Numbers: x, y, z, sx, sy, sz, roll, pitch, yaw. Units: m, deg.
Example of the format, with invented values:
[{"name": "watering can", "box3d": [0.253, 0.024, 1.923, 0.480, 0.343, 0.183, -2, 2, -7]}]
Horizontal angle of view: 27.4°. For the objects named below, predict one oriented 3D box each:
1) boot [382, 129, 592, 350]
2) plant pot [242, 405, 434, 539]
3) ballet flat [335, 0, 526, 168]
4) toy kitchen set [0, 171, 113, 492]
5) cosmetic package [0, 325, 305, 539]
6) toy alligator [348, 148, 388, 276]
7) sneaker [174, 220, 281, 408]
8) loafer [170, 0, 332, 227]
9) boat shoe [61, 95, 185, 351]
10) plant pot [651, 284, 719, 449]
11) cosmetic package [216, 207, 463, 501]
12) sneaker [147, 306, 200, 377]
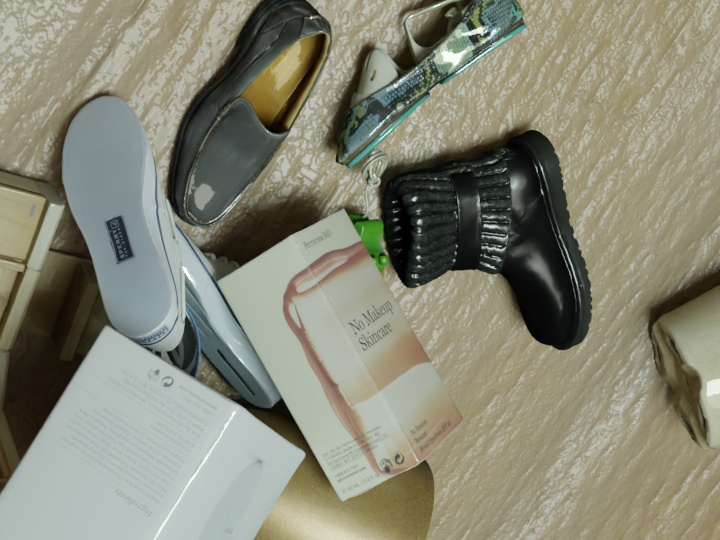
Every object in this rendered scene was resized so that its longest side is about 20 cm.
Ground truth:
[{"name": "boot", "box3d": [0.108, -0.006, 1.287, 0.157, 0.079, 0.213, -24, 108, -22]}, {"name": "plant pot", "box3d": [-0.069, 0.198, 1.247, 0.199, 0.186, 0.188, 31, 96, -19]}, {"name": "ballet flat", "box3d": [0.043, -0.168, 1.210, 0.199, 0.074, 0.075, -39, 122, -8]}, {"name": "toy kitchen set", "box3d": [-0.241, 0.059, 1.093, 0.162, 0.181, 0.202, 14, 109, -30]}, {"name": "cosmetic package", "box3d": [-0.160, 0.174, 1.068, 0.201, 0.122, 0.200, -59, 162, -9]}, {"name": "toy alligator", "box3d": [0.000, 0.000, 1.239, 0.059, 0.054, 0.202, -7, 125, -44]}, {"name": "sneaker", "box3d": [-0.115, 0.021, 1.213, 0.071, 0.073, 0.201, -52, 124, -31]}, {"name": "loafer", "box3d": [-0.087, -0.120, 1.155, 0.072, 0.072, 0.202, 21, 102, -31]}, {"name": "boat shoe", "box3d": [-0.176, -0.032, 1.114, 0.073, 0.202, 0.065, -14, 159, 6]}, {"name": "plant pot", "box3d": [0.385, 0.076, 1.405, 0.182, 0.201, 0.202, -20, 119, -3]}, {"name": "cosmetic package", "box3d": [-0.014, 0.065, 1.173, 0.087, 0.103, 0.201, -30, 92, 30]}, {"name": "sneaker", "box3d": [-0.187, 0.112, 1.177, 0.070, 0.083, 0.201, 28, 96, 3]}]
